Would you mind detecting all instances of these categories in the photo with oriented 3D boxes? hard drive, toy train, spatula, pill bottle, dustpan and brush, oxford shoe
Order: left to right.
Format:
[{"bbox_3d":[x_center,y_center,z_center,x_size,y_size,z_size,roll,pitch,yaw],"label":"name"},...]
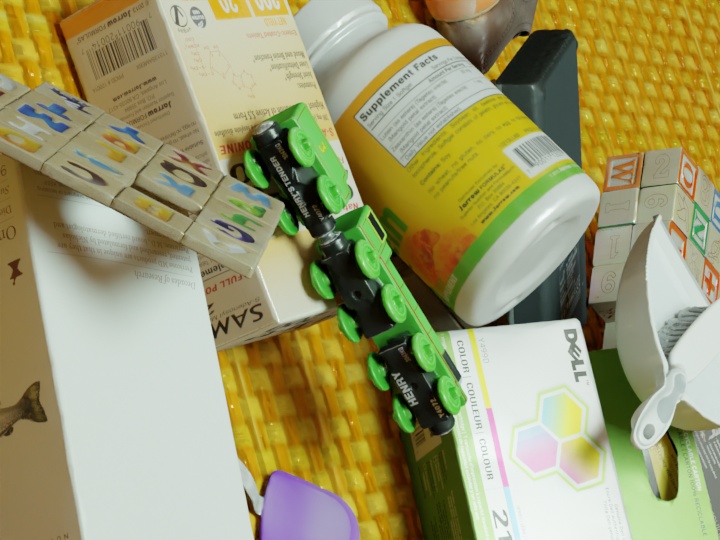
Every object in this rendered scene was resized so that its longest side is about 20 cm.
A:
[{"bbox_3d":[-0.071,0.104,1.201,0.200,0.020,0.057,41,42,-34],"label":"spatula"},{"bbox_3d":[0.000,0.000,1.222,0.201,0.042,0.056,59,24,-18],"label":"toy train"},{"bbox_3d":[0.036,-0.073,1.341,0.200,0.111,0.111,45,29,16],"label":"pill bottle"},{"bbox_3d":[0.097,-0.206,1.619,0.200,0.071,0.073,-54,135,-49],"label":"oxford shoe"},{"bbox_3d":[0.118,-0.042,1.464,0.140,0.033,0.202,-53,142,-65],"label":"hard drive"},{"bbox_3d":[0.190,0.058,1.364,0.140,0.057,0.200,58,43,-9],"label":"dustpan and brush"}]

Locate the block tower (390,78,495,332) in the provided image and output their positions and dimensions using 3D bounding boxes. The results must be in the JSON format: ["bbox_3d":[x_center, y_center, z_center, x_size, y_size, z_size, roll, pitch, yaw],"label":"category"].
[{"bbox_3d":[0.064,-0.042,1.462,0.058,0.054,0.201,50,35,-25],"label":"block tower"}]

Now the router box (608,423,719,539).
[{"bbox_3d":[0.210,0.186,1.458,0.156,0.052,0.201,-24,92,-21],"label":"router box"}]

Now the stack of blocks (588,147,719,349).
[{"bbox_3d":[0.208,0.032,1.571,0.115,0.058,0.201,41,51,-48],"label":"stack of blocks"}]

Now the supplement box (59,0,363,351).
[{"bbox_3d":[-0.071,-0.062,1.256,0.126,0.073,0.201,-16,84,-58],"label":"supplement box"}]

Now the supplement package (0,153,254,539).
[{"bbox_3d":[-0.140,0.063,1.036,0.117,0.116,0.202,12,60,-53],"label":"supplement package"}]

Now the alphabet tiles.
[{"bbox_3d":[-0.129,-0.060,1.033,0.199,0.008,0.167,27,11,-3],"label":"alphabet tiles"}]

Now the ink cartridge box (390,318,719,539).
[{"bbox_3d":[0.132,0.107,1.363,0.198,0.076,0.149,-5,72,-23],"label":"ink cartridge box"}]
